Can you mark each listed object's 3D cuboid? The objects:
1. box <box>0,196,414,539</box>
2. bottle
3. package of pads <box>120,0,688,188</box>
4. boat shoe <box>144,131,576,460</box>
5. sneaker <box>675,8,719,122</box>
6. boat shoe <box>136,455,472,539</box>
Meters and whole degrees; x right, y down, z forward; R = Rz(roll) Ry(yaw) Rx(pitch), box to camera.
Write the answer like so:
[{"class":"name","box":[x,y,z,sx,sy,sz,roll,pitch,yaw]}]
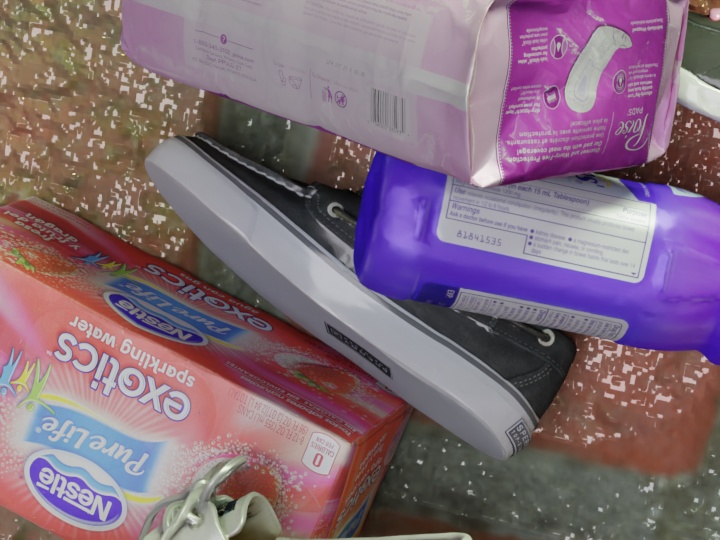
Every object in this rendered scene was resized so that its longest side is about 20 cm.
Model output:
[{"class":"box","box":[-0.092,0.061,1.063,0.199,0.095,0.103,27,108,12]},{"class":"bottle","box":[0.099,-0.005,0.982,0.199,0.084,0.066,12,92,-4]},{"class":"package of pads","box":[0.012,-0.092,0.954,0.200,0.120,0.076,22,112,41]},{"class":"boat shoe","box":[0.000,0.000,1.047,0.200,0.069,0.057,37,75,11]},{"class":"sneaker","box":[0.182,-0.092,0.968,0.199,0.071,0.100,22,99,11]},{"class":"boat shoe","box":[-0.051,0.110,0.968,0.201,0.075,0.086,4,102,15]}]
